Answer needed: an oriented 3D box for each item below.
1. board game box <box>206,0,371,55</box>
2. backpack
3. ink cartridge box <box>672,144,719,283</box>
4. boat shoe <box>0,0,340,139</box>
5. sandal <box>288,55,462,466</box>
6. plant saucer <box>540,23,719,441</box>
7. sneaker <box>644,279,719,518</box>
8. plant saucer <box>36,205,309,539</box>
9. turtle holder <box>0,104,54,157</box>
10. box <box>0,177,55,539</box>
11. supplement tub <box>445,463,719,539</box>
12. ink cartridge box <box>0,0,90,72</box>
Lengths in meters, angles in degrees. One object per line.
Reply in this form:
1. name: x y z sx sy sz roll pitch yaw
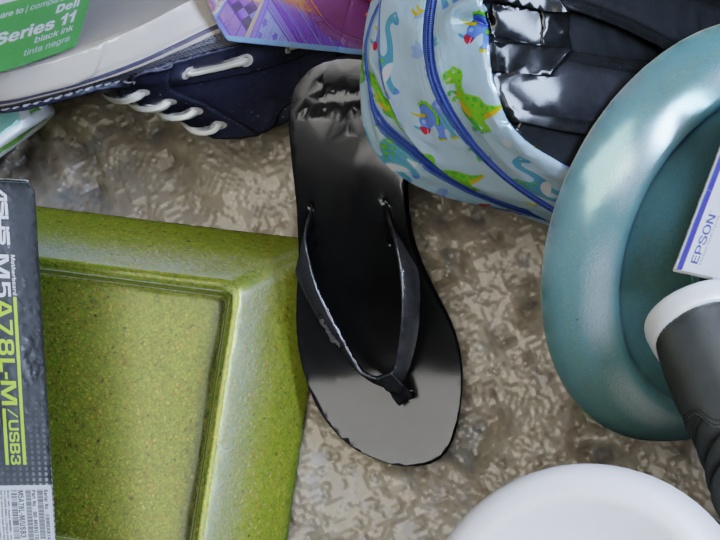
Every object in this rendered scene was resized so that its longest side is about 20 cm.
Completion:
1. board game box: 0.019 -0.171 1.313 0.039 0.200 0.158 33 114 48
2. backpack: 0.097 -0.088 1.284 0.153 0.200 0.164 -1 82 35
3. ink cartridge box: 0.209 -0.033 1.247 0.039 0.200 0.100 30 102 47
4. boat shoe: -0.094 -0.094 1.343 0.200 0.093 0.075 -21 35 -16
5. sandal: -0.001 0.000 1.346 0.076 0.043 0.201 -11 98 9
6. plant saucer: 0.166 -0.013 1.266 0.027 0.200 0.200 28 88 49
7. sneaker: 0.194 0.087 1.234 0.071 0.200 0.099 -30 51 21
8. plant saucer: -0.129 0.069 1.380 0.199 0.048 0.201 7 83 12
9. turtle holder: -0.204 -0.118 1.391 0.185 0.141 0.132 -37 92 -35
10. box: -0.219 0.069 1.346 0.193 0.047 0.201 -16 75 50
11. supplement tub: 0.109 0.163 1.241 0.145 0.200 0.145 -2 82 11
12. ink cartridge box: -0.169 -0.204 1.218 0.083 0.200 0.147 -20 59 -35
